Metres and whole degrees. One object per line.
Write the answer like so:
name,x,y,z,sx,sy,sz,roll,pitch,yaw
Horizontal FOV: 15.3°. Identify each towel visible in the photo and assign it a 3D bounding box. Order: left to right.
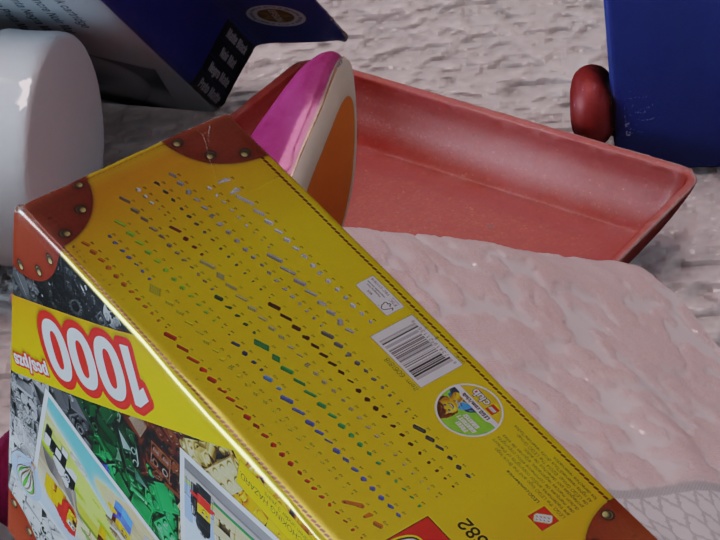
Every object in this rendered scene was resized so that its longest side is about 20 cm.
towel,0.089,0.054,0.839,0.191,0.032,0.200,45,21,30

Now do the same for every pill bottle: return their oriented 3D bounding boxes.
pill bottle,-0.214,-0.052,1.099,0.199,0.113,0.113,3,37,13

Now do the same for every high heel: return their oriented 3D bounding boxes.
high heel,-0.069,0.007,0.963,0.096,0.201,0.067,18,-1,21

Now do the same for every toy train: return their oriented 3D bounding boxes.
toy train,0.126,-0.153,1.106,0.084,0.200,0.116,-2,31,10

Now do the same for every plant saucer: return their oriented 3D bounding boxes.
plant saucer,0.000,0.000,1.055,0.200,0.037,0.200,18,43,32

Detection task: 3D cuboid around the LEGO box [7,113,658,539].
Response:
LEGO box,-0.015,0.078,0.766,0.077,0.149,0.200,-26,54,-29

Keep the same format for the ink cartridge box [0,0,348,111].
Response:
ink cartridge box,-0.128,-0.116,1.121,0.199,0.200,0.041,4,76,19
